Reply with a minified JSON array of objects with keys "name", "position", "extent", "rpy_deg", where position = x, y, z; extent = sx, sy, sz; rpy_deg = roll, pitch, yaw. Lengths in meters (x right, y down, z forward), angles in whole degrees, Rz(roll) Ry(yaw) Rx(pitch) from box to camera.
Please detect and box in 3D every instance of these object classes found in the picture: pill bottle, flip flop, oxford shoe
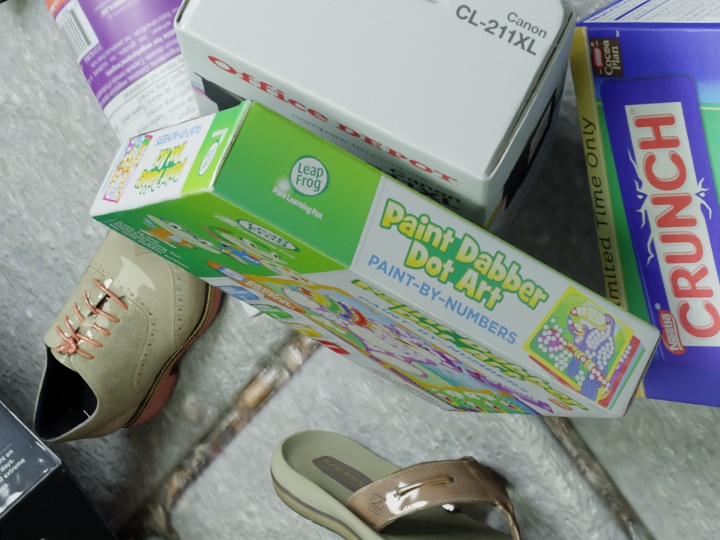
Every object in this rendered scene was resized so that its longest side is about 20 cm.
[{"name":"pill bottle","position":[-0.066,-0.084,1.263],"extent":[0.111,0.111,0.201],"rpy_deg":[-30,88,50]},{"name":"flip flop","position":[0.033,0.115,1.303],"extent":[0.200,0.081,0.058],"rpy_deg":[27,114,42]},{"name":"oxford shoe","position":[-0.130,0.027,1.417],"extent":[0.070,0.075,0.201],"rpy_deg":[41,135,23]}]

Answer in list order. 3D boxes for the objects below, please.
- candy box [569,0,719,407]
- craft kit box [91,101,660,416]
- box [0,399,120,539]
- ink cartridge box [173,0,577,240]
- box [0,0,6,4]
[{"name":"candy box","position":[0.189,-0.029,1.049],"extent":[0.199,0.077,0.170],"rpy_deg":[6,114,46]},{"name":"craft kit box","position":[0.000,0.000,1.112],"extent":[0.199,0.049,0.197],"rpy_deg":[29,166,-16]},{"name":"box","position":[-0.254,0.117,1.501],"extent":[0.198,0.123,0.200],"rpy_deg":[44,169,23]},{"name":"ink cartridge box","position":[0.006,-0.078,1.104],"extent":[0.145,0.083,0.200],"rpy_deg":[27,170,7]},{"name":"box","position":[-0.197,-0.251,1.371],"extent":[0.143,0.036,0.200],"rpy_deg":[54,140,9]}]
